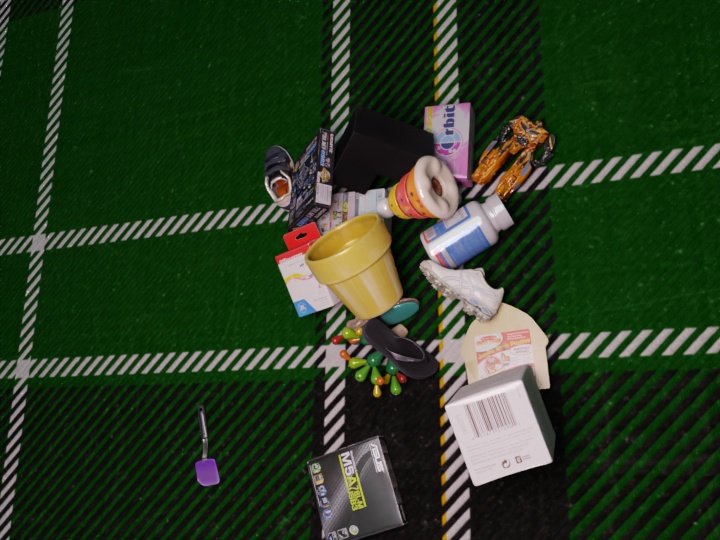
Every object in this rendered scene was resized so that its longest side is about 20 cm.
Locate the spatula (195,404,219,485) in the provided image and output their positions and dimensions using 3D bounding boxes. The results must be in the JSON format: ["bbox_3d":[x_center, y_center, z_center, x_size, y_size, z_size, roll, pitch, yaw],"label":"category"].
[{"bbox_3d":[-0.397,0.442,1.778,0.056,0.021,0.202,-13,70,6],"label":"spatula"}]

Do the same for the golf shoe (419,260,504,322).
[{"bbox_3d":[0.226,0.025,1.552,0.199,0.078,0.098,37,81,2],"label":"golf shoe"}]

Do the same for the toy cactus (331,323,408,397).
[{"bbox_3d":[0.045,0.187,1.611,0.200,0.102,0.165,44,72,6],"label":"toy cactus"}]

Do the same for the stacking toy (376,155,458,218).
[{"bbox_3d":[0.114,-0.163,1.609,0.199,0.145,0.148,-22,67,42],"label":"stacking toy"}]

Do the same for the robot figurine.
[{"bbox_3d":[0.357,-0.267,1.621,0.145,0.058,0.201,39,94,25],"label":"robot figurine"}]

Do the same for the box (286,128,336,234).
[{"bbox_3d":[-0.122,-0.214,1.718,0.200,0.049,0.201,145,134,-60],"label":"box"}]

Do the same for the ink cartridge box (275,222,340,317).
[{"bbox_3d":[-0.128,-0.002,1.698,0.115,0.067,0.202,-20,94,34],"label":"ink cartridge box"}]

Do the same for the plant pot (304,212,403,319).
[{"bbox_3d":[0.000,0.000,1.603,0.199,0.201,0.190,-24,111,15],"label":"plant pot"}]

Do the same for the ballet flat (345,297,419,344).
[{"bbox_3d":[0.046,0.102,1.659,0.198,0.068,0.068,-28,44,12],"label":"ballet flat"}]

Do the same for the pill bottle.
[{"bbox_3d":[0.245,-0.087,1.594,0.199,0.112,0.113,-31,67,13],"label":"pill bottle"}]

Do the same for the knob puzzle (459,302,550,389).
[{"bbox_3d":[0.318,0.170,1.545,0.217,0.030,0.223,-6,75,22],"label":"knob puzzle"}]

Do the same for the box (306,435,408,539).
[{"bbox_3d":[-0.009,0.502,1.589,0.191,0.047,0.202,-23,70,18],"label":"box"}]

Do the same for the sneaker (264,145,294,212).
[{"bbox_3d":[-0.213,-0.255,1.846,0.078,0.079,0.202,-28,67,15],"label":"sneaker"}]

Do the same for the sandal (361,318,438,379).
[{"bbox_3d":[0.092,0.179,1.571,0.199,0.043,0.077,32,54,-10],"label":"sandal"}]

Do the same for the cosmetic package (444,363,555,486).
[{"bbox_3d":[0.287,0.305,1.411,0.163,0.200,0.167,-22,85,18],"label":"cosmetic package"}]

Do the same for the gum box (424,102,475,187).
[{"bbox_3d":[0.212,-0.293,1.683,0.112,0.066,0.203,-1,77,21],"label":"gum box"}]

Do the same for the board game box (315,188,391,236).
[{"bbox_3d":[-0.024,-0.115,1.740,0.197,0.064,0.150,-2,75,21],"label":"board game box"}]

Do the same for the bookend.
[{"bbox_3d":[0.044,-0.263,1.666,0.198,0.199,0.093,17,53,-13],"label":"bookend"}]
